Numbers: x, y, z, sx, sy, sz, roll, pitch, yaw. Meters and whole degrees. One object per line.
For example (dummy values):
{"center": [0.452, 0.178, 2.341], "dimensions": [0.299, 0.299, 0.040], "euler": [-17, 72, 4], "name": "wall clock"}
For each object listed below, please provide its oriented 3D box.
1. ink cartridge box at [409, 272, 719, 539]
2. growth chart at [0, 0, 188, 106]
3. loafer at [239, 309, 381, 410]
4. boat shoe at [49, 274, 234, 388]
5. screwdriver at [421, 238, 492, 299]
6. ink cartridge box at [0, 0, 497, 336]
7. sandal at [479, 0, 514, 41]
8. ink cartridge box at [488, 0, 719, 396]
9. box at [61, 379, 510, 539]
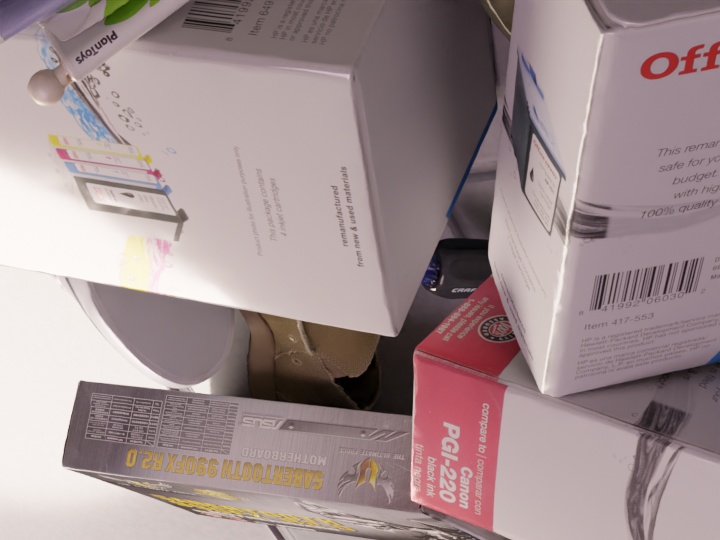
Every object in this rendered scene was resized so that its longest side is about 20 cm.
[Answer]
{"center": [0.140, 0.064, 0.861], "dimensions": [0.199, 0.146, 0.085], "euler": [17, 123, 25], "name": "ink cartridge box"}
{"center": [-0.131, -0.157, 0.745], "dimensions": [0.200, 0.145, 0.018], "euler": [49, 180, 11], "name": "growth chart"}
{"center": [-0.019, 0.007, 0.978], "dimensions": [0.067, 0.076, 0.200], "euler": [11, 152, 7], "name": "loafer"}
{"center": [-0.132, -0.030, 0.974], "dimensions": [0.200, 0.073, 0.065], "euler": [59, 152, 0], "name": "boat shoe"}
{"center": [0.000, 0.000, 0.901], "dimensions": [0.199, 0.028, 0.029], "euler": [-1, 180, -36], "name": "screwdriver"}
{"center": [-0.063, -0.086, 0.831], "dimensions": [0.199, 0.147, 0.145], "euler": [10, 139, 19], "name": "ink cartridge box"}
{"center": [0.069, -0.147, 0.749], "dimensions": [0.080, 0.057, 0.201], "euler": [-8, 132, 10], "name": "sandal"}
{"center": [0.133, -0.055, 0.764], "dimensions": [0.146, 0.086, 0.200], "euler": [-11, 139, -11], "name": "ink cartridge box"}
{"center": [-0.029, 0.104, 1.054], "dimensions": [0.199, 0.049, 0.158], "euler": [4, 167, 23], "name": "box"}
